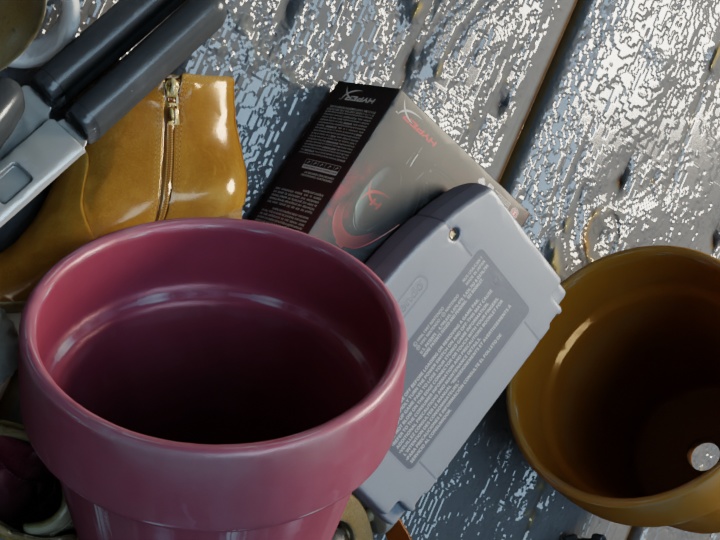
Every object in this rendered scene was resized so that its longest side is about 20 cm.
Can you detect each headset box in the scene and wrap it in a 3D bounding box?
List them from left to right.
[{"bbox_3d":[0.000,0.000,0.885,0.149,0.075,0.200,40,77,-34],"label":"headset box"}]

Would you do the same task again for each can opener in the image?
[{"bbox_3d":[-0.155,-0.102,0.732,0.053,0.067,0.200,43,73,5],"label":"can opener"}]

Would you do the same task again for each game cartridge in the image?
[{"bbox_3d":[0.041,0.048,0.856,0.200,0.040,0.133,-51,128,-15],"label":"game cartridge"}]

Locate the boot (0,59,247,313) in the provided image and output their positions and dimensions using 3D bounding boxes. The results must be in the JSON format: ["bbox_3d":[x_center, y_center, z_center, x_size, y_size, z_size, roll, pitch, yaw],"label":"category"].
[{"bbox_3d":[-0.163,-0.050,0.783,0.201,0.071,0.144,-7,93,-27],"label":"boot"}]

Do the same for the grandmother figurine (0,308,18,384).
[{"bbox_3d":[-0.277,0.041,0.689,0.199,0.061,0.122,-1,120,-15],"label":"grandmother figurine"}]

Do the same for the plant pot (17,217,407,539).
[{"bbox_3d":[-0.082,0.097,0.723,0.200,0.200,0.179,-16,131,-30],"label":"plant pot"}]

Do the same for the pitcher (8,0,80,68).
[{"bbox_3d":[-0.218,-0.193,0.687,0.200,0.121,0.172,11,122,-33],"label":"pitcher"}]

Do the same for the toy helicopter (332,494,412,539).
[{"bbox_3d":[-0.003,0.213,0.942,0.132,0.079,0.200,-58,134,-21],"label":"toy helicopter"}]

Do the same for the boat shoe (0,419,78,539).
[{"bbox_3d":[-0.188,0.136,0.793,0.200,0.066,0.074,30,82,-34],"label":"boat shoe"}]

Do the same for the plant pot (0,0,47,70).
[{"bbox_3d":[-0.253,-0.140,0.640,0.200,0.200,0.028,6,62,-34],"label":"plant pot"}]

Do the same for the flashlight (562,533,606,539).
[{"bbox_3d":[0.205,0.310,1.088,0.068,0.068,0.200,-25,113,-26],"label":"flashlight"}]

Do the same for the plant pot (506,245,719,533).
[{"bbox_3d":[0.238,0.111,1.008,0.200,0.200,0.183,-59,138,-10],"label":"plant pot"}]
